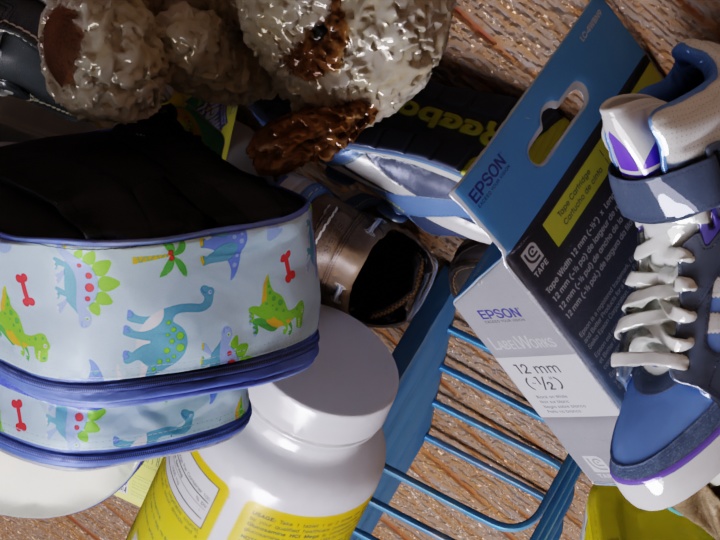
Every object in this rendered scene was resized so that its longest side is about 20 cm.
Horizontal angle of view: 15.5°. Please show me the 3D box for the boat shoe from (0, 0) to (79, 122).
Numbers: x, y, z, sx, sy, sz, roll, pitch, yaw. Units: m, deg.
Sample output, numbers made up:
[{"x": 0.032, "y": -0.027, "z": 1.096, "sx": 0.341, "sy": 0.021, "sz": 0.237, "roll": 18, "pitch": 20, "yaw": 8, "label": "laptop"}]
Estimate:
[{"x": -0.202, "y": -0.125, "z": 1.445, "sx": 0.200, "sy": 0.060, "sz": 0.076, "roll": 34, "pitch": 147, "yaw": 45, "label": "boat shoe"}]

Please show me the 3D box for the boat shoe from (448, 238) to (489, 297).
[{"x": 0.127, "y": 0.033, "z": 1.429, "sx": 0.199, "sy": 0.073, "sz": 0.075, "roll": 18, "pitch": 146, "yaw": 30, "label": "boat shoe"}]

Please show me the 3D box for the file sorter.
[{"x": 0.061, "y": 0.124, "z": 1.573, "sx": 0.122, "sy": 0.139, "sz": 0.200, "roll": 25, "pitch": 150, "yaw": 11, "label": "file sorter"}]

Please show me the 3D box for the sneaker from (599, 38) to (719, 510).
[{"x": 0.139, "y": -0.009, "z": 1.223, "sx": 0.146, "sy": 0.201, "sz": 0.080, "roll": 42, "pitch": 161, "yaw": -26, "label": "sneaker"}]

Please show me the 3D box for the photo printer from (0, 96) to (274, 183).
[{"x": -0.142, "y": -0.044, "z": 1.610, "sx": 0.199, "sy": 0.070, "sz": 0.167, "roll": 20, "pitch": 148, "yaw": 26, "label": "photo printer"}]

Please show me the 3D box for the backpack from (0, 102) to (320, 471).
[{"x": -0.116, "y": 0.012, "z": 1.275, "sx": 0.200, "sy": 0.182, "sz": 0.148, "roll": 20, "pitch": 116, "yaw": 56, "label": "backpack"}]

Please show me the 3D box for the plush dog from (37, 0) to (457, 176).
[{"x": -0.033, "y": -0.131, "z": 1.283, "sx": 0.171, "sy": 0.201, "sz": 0.160, "roll": 27, "pitch": 179, "yaw": 30, "label": "plush dog"}]

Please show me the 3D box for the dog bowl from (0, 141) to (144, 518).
[{"x": -0.190, "y": 0.035, "z": 1.463, "sx": 0.199, "sy": 0.079, "sz": 0.201, "roll": 10, "pitch": 123, "yaw": 16, "label": "dog bowl"}]

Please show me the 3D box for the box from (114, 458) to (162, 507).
[{"x": -0.078, "y": 0.089, "z": 1.611, "sx": 0.075, "sy": 0.200, "sz": 0.050, "roll": 22, "pitch": 116, "yaw": 22, "label": "box"}]

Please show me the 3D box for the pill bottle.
[{"x": -0.053, "y": 0.117, "z": 1.430, "sx": 0.112, "sy": 0.113, "sz": 0.201, "roll": 32, "pitch": 127, "yaw": 7, "label": "pill bottle"}]

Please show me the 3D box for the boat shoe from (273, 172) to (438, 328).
[{"x": 0.000, "y": 0.000, "z": 1.447, "sx": 0.072, "sy": 0.073, "sz": 0.200, "roll": 30, "pitch": -174, "yaw": 18, "label": "boat shoe"}]

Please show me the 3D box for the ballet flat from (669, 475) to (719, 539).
[{"x": 0.214, "y": 0.123, "z": 1.489, "sx": 0.072, "sy": 0.068, "sz": 0.200, "roll": -27, "pitch": 116, "yaw": 36, "label": "ballet flat"}]

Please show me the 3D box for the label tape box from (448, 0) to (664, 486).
[{"x": 0.117, "y": -0.013, "z": 1.299, "sx": 0.066, "sy": 0.144, "sz": 0.200, "roll": -6, "pitch": 131, "yaw": 50, "label": "label tape box"}]

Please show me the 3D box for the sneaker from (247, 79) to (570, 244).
[{"x": 0.023, "y": -0.063, "z": 1.403, "sx": 0.199, "sy": 0.074, "sz": 0.082, "roll": 25, "pitch": 152, "yaw": 23, "label": "sneaker"}]

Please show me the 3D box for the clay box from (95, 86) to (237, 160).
[{"x": -0.128, "y": -0.124, "z": 1.442, "sx": 0.200, "sy": 0.047, "sz": 0.115, "roll": 49, "pitch": 154, "yaw": 15, "label": "clay box"}]

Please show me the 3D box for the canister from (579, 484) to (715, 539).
[{"x": 0.171, "y": 0.226, "z": 1.598, "sx": 0.086, "sy": 0.149, "sz": 0.201, "roll": -4, "pitch": 145, "yaw": -5, "label": "canister"}]
